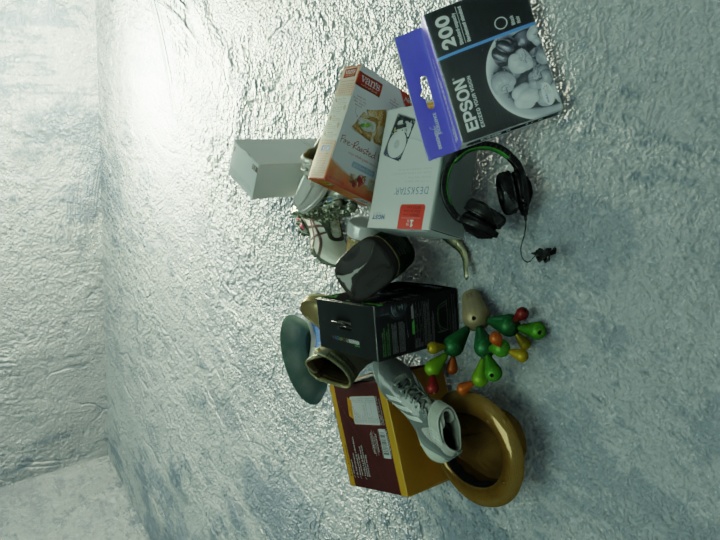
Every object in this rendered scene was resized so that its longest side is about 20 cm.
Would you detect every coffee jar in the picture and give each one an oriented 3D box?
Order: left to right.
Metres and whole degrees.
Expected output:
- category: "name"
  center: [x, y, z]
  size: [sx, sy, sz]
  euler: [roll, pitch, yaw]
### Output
- category: "coffee jar"
  center: [0.027, -0.014, 1.129]
  size: [0.104, 0.200, 0.086]
  euler: [-39, 88, 16]

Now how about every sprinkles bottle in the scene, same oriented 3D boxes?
- category: "sprinkles bottle"
  center: [0.000, 0.000, 1.294]
  size: [0.068, 0.068, 0.203]
  euler: [31, 122, 47]

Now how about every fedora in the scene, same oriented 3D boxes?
- category: "fedora"
  center: [0.202, 0.278, 1.063]
  size: [0.200, 0.081, 0.203]
  euler: [17, 112, 52]

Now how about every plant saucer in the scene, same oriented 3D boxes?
- category: "plant saucer"
  center: [-0.109, 0.187, 1.428]
  size: [0.038, 0.201, 0.203]
  euler: [-19, 81, 17]

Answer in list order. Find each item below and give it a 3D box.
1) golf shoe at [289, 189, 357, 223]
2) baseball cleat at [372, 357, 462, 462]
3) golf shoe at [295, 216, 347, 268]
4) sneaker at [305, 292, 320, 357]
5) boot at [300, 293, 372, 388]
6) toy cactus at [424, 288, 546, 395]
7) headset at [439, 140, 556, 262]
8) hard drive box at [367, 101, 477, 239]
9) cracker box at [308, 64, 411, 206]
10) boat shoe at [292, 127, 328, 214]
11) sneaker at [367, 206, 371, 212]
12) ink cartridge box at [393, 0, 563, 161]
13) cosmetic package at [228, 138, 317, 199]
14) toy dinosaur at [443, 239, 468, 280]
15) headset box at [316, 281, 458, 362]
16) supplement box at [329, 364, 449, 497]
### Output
- category: "golf shoe"
  center: [-0.070, -0.149, 1.291]
  size: [0.199, 0.078, 0.099]
  euler: [-7, 77, 53]
- category: "baseball cleat"
  center: [0.098, 0.207, 1.051]
  size: [0.201, 0.069, 0.107]
  euler: [53, 148, 11]
- category: "golf shoe"
  center: [-0.070, -0.080, 1.371]
  size: [0.200, 0.077, 0.089]
  euler: [51, 129, 34]
- category: "sneaker"
  center: [-0.055, 0.121, 1.404]
  size: [0.110, 0.077, 0.202]
  euler: [-24, 47, 22]
- category: "boot"
  center: [-0.062, 0.129, 1.239]
  size: [0.199, 0.154, 0.073]
  euler: [30, 128, 19]
- category: "toy cactus"
  center: [0.180, 0.098, 1.022]
  size: [0.199, 0.102, 0.166]
  euler: [-32, 41, 25]
- category: "headset"
  center: [0.200, -0.093, 0.944]
  size: [0.201, 0.123, 0.094]
  euler: [50, -176, -2]
- category: "hard drive box"
  center: [0.102, -0.157, 1.054]
  size: [0.155, 0.076, 0.203]
  euler: [5, 85, 52]
- category: "cracker box"
  center: [0.005, -0.224, 1.117]
  size: [0.057, 0.133, 0.202]
  euler: [12, 84, 52]
- category: "boat shoe"
  center: [-0.081, -0.196, 1.203]
  size: [0.201, 0.069, 0.071]
  euler: [-57, 39, 22]
- category: "sneaker"
  center: [0.025, -0.172, 1.230]
  size: [0.088, 0.075, 0.203]
  euler: [139, 120, -67]
- category: "ink cartridge box"
  center: [0.159, -0.280, 0.927]
  size: [0.198, 0.043, 0.201]
  euler: [-18, 82, 14]
- category: "cosmetic package"
  center: [-0.155, -0.211, 1.347]
  size: [0.113, 0.198, 0.082]
  euler: [46, 132, 39]
- category: "toy dinosaur"
  center: [0.136, -0.084, 1.105]
  size: [0.200, 0.047, 0.089]
  euler: [52, 142, 31]
- category: "headset box"
  center: [0.041, 0.084, 1.143]
  size: [0.173, 0.198, 0.094]
  euler: [6, 103, 54]
- category: "supplement box"
  center: [0.062, 0.288, 1.211]
  size: [0.199, 0.131, 0.200]
  euler: [-19, 83, 58]
